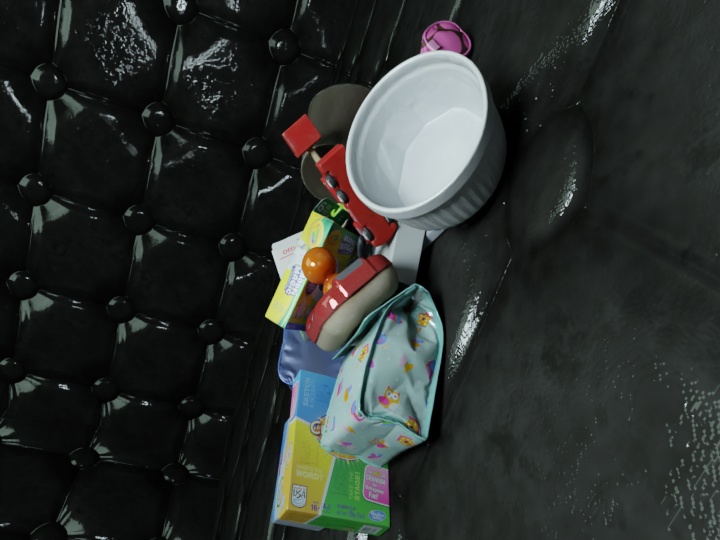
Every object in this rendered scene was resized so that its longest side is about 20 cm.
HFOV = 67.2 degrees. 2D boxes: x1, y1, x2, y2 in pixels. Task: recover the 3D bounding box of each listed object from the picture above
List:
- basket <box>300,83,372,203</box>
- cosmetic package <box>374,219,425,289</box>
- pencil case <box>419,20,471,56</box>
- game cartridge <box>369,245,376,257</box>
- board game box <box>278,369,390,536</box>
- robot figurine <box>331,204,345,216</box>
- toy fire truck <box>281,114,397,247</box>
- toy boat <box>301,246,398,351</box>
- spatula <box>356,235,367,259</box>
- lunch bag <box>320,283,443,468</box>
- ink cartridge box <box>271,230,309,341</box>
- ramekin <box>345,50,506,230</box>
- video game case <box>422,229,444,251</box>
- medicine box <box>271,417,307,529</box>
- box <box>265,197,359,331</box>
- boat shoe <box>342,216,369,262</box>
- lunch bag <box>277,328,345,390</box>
[{"bbox_3d":[-0.032,-0.227,0.979,0.204,0.173,0.139,-78,-10,-48],"label":"basket"},{"bbox_3d":[0.067,-0.078,0.827,0.082,0.049,0.208,162,121,-72],"label":"cosmetic package"},{"bbox_3d":[0.105,-0.318,0.917,0.093,0.091,0.201,64,152,17],"label":"pencil case"},{"bbox_3d":[0.024,0.051,0.921,0.133,0.039,0.208,180,100,-89],"label":"game cartridge"},{"bbox_3d":[-0.033,0.257,0.779,0.041,0.148,0.205,124,156,-43],"label":"board game box"},{"bbox_3d":[0.004,-0.121,1.065,0.177,0.115,0.200,-52,16,0],"label":"robot figurine"},{"bbox_3d":[-0.032,-0.133,0.800,0.048,0.202,0.141,-38,20,-5],"label":"toy fire truck"},{"bbox_3d":[-0.035,0.025,0.764,0.129,0.132,0.201,-37,-10,-21],"label":"toy boat"},{"bbox_3d":[0.000,0.000,0.853,0.202,0.020,0.058,96,180,-63],"label":"spatula"},{"bbox_3d":[0.030,0.134,0.728,0.171,0.118,0.206,125,162,-55],"label":"lunch bag"},{"bbox_3d":[-0.089,0.006,0.988,0.068,0.114,0.205,84,163,-69],"label":"ink cartridge box"},{"bbox_3d":[0.086,-0.147,0.668,0.195,0.104,0.208,-16,63,33],"label":"ramekin"},{"bbox_3d":[0.100,-0.115,0.880,0.200,0.021,0.188,132,149,-60],"label":"video game case"},{"bbox_3d":[-0.081,0.346,0.973,0.201,0.099,0.188,123,157,-52],"label":"medicine box"},{"bbox_3d":[-0.067,-0.005,0.861,0.206,0.047,0.117,-67,-23,1],"label":"box"},{"bbox_3d":[0.018,-0.104,0.931,0.203,0.071,0.060,-57,-1,11],"label":"boat shoe"},{"bbox_3d":[-0.076,0.141,1.042,0.133,0.130,0.207,83,-165,-66],"label":"lunch bag"}]
